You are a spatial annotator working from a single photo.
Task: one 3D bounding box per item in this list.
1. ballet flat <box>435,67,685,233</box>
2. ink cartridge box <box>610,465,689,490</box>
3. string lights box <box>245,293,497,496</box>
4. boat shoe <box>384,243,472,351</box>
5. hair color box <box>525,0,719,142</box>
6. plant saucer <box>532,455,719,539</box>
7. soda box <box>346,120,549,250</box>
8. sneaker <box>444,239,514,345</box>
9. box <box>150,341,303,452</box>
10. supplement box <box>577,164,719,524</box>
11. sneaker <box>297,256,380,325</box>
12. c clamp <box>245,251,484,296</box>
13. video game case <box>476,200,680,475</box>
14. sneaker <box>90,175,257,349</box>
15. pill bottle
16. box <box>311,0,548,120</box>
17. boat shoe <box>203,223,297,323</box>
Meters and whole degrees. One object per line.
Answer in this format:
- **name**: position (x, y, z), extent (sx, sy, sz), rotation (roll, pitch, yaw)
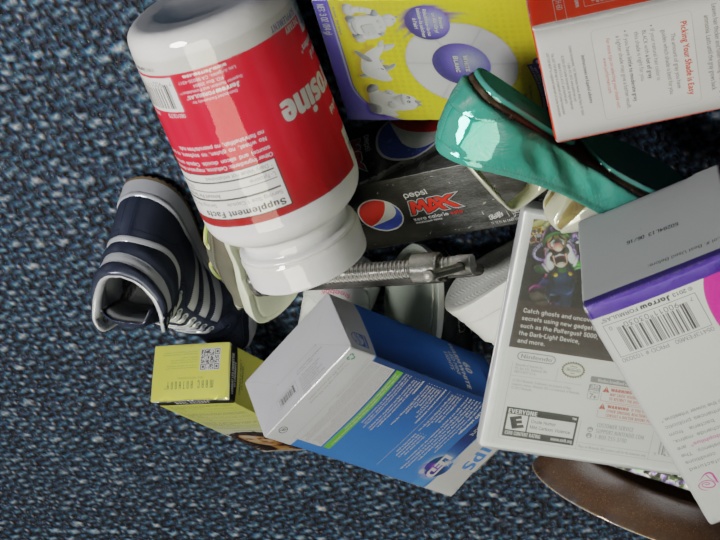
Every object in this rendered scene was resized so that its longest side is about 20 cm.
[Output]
- **ballet flat**: position (0.126, -0.064, 1.161), extent (0.200, 0.067, 0.070), rotation (23, 117, -31)
- **ink cartridge box**: position (0.259, 0.060, 1.285), extent (0.109, 0.050, 0.200), rotation (18, 108, -5)
- **string lights box**: position (0.024, 0.098, 1.353), extent (0.200, 0.059, 0.103), rotation (23, 120, -40)
- **boat shoe**: position (0.057, 0.054, 1.426), extent (0.060, 0.076, 0.200), rotation (-16, 140, -25)
- **hair color box**: position (0.203, -0.149, 1.069), extent (0.200, 0.061, 0.102), rotation (-11, 139, 8)
- **plant saucer**: position (0.230, 0.167, 1.367), extent (0.200, 0.200, 0.032), rotation (17, 100, -4)
- **soda box**: position (0.052, -0.068, 1.265), extent (0.200, 0.063, 0.071), rotation (-10, 136, 29)
- **sneaker**: position (0.172, 0.015, 1.310), extent (0.200, 0.074, 0.116), rotation (-27, 120, 39)
- **box**: position (-0.093, 0.109, 1.498), extent (0.075, 0.050, 0.200), rotation (-5, 161, 25)
- **supplement box**: position (0.226, 0.050, 1.147), extent (0.101, 0.103, 0.200), rotation (-22, 120, 19)
- **sneaker**: position (-0.026, 0.076, 1.448), extent (0.078, 0.099, 0.200), rotation (7, 143, 10)
- **c clamp**: position (0.000, 0.000, 1.278), extent (0.200, 0.027, 0.171), rotation (-4, 179, 29)
- **video game case**: position (0.193, 0.052, 1.240), extent (0.200, 0.023, 0.182), rotation (9, 112, -2)
- **sneaker**: position (-0.149, 0.029, 1.422), extent (0.070, 0.109, 0.200), rotation (-3, 140, 24)
- **pill bottle**: position (-0.068, -0.089, 1.191), extent (0.112, 0.112, 0.200), rotation (-8, 118, 27)
- **box**: position (0.079, -0.150, 1.164), extent (0.200, 0.048, 0.117), rotation (0, 141, 16)
- **boat shoe**: position (-0.087, -0.041, 1.341), extent (0.060, 0.072, 0.202), rotation (40, 154, 28)
